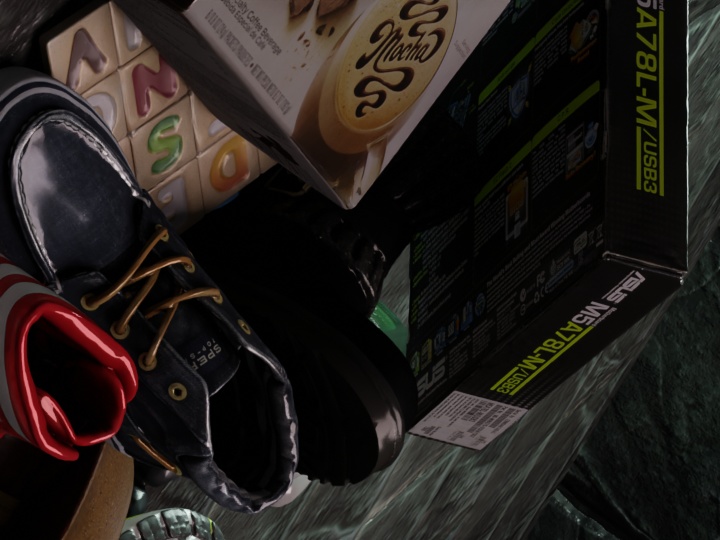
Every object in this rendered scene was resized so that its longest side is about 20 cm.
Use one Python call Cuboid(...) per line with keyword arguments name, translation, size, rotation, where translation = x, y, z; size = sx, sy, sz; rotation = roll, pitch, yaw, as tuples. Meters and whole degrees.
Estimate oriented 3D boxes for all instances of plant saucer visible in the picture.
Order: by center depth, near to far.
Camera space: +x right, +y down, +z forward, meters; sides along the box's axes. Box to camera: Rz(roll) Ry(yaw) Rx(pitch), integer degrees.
Cuboid(name="plant saucer", translation=(-0.154, 0.131, 1.258), size=(0.200, 0.035, 0.201), rotation=(-45, -159, 23))

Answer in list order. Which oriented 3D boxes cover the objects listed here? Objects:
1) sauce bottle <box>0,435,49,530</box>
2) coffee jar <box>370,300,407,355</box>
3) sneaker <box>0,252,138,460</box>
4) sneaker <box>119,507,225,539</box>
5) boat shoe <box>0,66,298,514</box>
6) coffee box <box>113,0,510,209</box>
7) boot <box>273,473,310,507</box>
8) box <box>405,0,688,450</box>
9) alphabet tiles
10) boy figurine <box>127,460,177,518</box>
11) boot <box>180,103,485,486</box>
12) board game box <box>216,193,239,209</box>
Cuboid(name="sauce bottle", translation=(-0.173, 0.085, 1.227), size=(0.200, 0.065, 0.065), rotation=(-56, 169, -3))
Cuboid(name="coffee jar", translation=(-0.037, 0.054, 1.630), size=(0.104, 0.085, 0.200), rotation=(-52, 170, 4))
Cuboid(name="sneaker", translation=(-0.147, 0.051, 1.098), size=(0.078, 0.115, 0.200), rotation=(-50, 168, -21))
Cuboid(name="sneaker", translation=(-0.143, 0.156, 1.426), size=(0.199, 0.081, 0.074), rotation=(1, 85, -47))
Cuboid(name="boat shoe", translation=(-0.083, 0.009, 1.116), size=(0.071, 0.091, 0.201), rotation=(-46, 136, -21))
Cuboid(name="coffee box", translation=(-0.027, -0.119, 1.089), size=(0.113, 0.080, 0.200), rotation=(-52, 155, -6))
Cuboid(name="boot", translation=(-0.043, 0.031, 1.422), size=(0.200, 0.073, 0.096), rotation=(-84, -174, -62))
Cuboid(name="box", translation=(0.079, -0.046, 1.277), size=(0.200, 0.047, 0.194), rotation=(134, -34, -55))
Cuboid(name="alphabet tiles", translation=(-0.049, -0.102, 1.178), size=(0.200, 0.008, 0.168), rotation=(-38, 142, -31))
Cuboid(name="boy figurine", translation=(-0.108, 0.050, 1.392), size=(0.124, 0.064, 0.200), rotation=(-47, 170, -27))
Cuboid(name="boot", translation=(-0.001, -0.002, 1.225), size=(0.157, 0.211, 0.080), rotation=(-30, 124, -22))
Cuboid(name="board game box", translation=(-0.021, -0.110, 1.330), size=(0.152, 0.045, 0.200), rotation=(-47, 166, -31))
